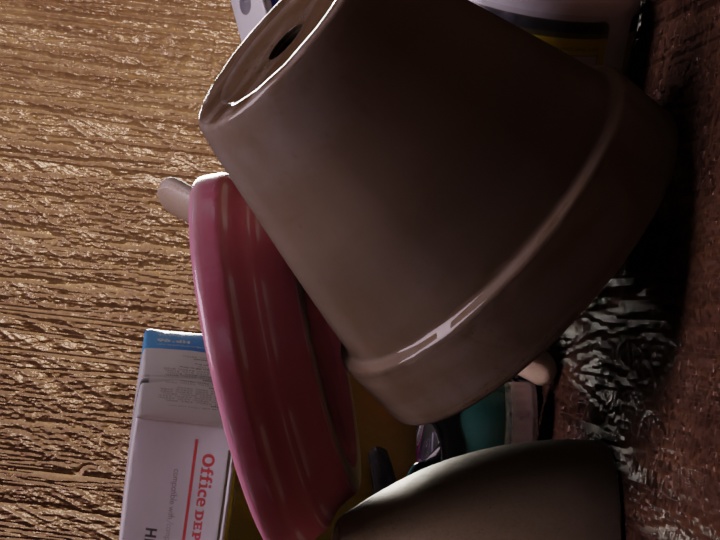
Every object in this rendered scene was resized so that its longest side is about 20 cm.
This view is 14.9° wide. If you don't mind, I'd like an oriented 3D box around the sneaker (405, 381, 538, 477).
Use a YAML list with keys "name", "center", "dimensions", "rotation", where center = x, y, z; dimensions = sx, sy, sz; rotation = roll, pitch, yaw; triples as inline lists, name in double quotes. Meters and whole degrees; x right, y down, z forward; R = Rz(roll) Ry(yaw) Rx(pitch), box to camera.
- name: "sneaker"
  center: [0.058, 0.157, 1.654]
  dimensions: [0.071, 0.080, 0.201]
  rotation: [-97, 11, -70]

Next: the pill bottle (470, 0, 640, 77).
- name: "pill bottle"
  center: [0.082, -0.067, 1.488]
  dimensions: [0.112, 0.112, 0.201]
  rotation: [-96, 14, -70]

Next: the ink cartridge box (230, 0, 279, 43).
- name: "ink cartridge box"
  center: [-0.019, -0.131, 1.639]
  dimensions: [0.039, 0.099, 0.201]
  rotation: [-31, 67, 52]

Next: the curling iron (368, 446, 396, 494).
- name: "curling iron"
  center: [0.023, 0.179, 1.691]
  dimensions: [0.050, 0.026, 0.200]
  rotation: [51, -159, -35]

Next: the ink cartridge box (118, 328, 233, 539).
- name: "ink cartridge box"
  center: [-0.119, 0.128, 1.795]
  dimensions: [0.200, 0.068, 0.116]
  rotation: [-97, 14, -71]

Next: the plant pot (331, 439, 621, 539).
- name: "plant pot"
  center: [0.049, 0.179, 1.416]
  dimensions: [0.200, 0.134, 0.201]
  rotation: [-173, 90, -86]

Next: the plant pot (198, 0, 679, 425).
- name: "plant pot"
  center: [0.024, -0.057, 1.320]
  dimensions: [0.200, 0.173, 0.200]
  rotation: [-42, 17, 17]

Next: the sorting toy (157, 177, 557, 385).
- name: "sorting toy"
  center: [0.000, 0.000, 1.617]
  dimensions: [0.185, 0.200, 0.037]
  rotation: [27, 93, 53]

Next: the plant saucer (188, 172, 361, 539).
- name: "plant saucer"
  center: [-0.040, 0.045, 1.419]
  dimensions: [0.201, 0.051, 0.201]
  rotation: [-13, -90, -85]

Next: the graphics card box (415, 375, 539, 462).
- name: "graphics card box"
  center: [0.072, 0.068, 1.767]
  dimensions: [0.200, 0.051, 0.126]
  rotation: [-92, 16, -55]

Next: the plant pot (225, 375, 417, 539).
- name: "plant pot"
  center: [-0.006, 0.166, 1.862]
  dimensions: [0.200, 0.176, 0.200]
  rotation: [-88, 6, -53]
